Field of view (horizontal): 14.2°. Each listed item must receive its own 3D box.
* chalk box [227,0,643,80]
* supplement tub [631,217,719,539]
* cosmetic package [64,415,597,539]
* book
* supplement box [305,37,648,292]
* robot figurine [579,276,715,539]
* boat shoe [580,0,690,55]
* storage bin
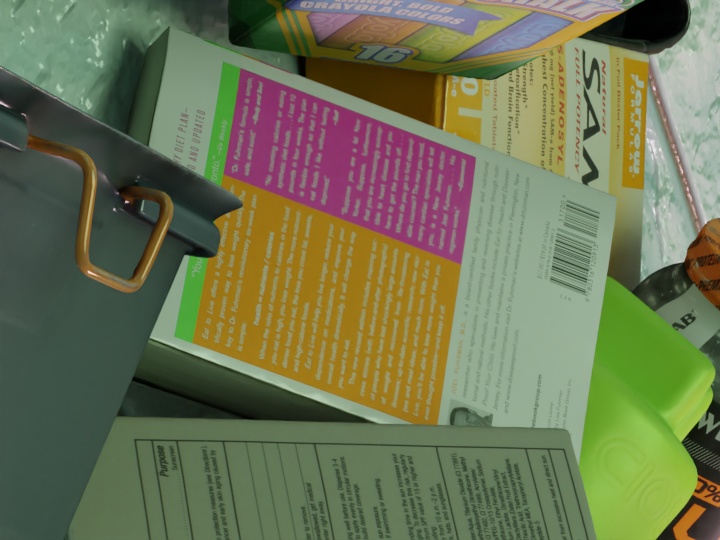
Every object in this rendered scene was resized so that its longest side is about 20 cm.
[{"bbox_3d":[0.040,-0.158,1.085,0.123,0.200,0.125,6,77,-21],"label":"chalk box"},{"bbox_3d":[0.151,0.084,1.327,0.122,0.122,0.200,-14,137,-58],"label":"supplement tub"},{"bbox_3d":[-0.017,0.113,1.035,0.071,0.199,0.105,116,-29,-48],"label":"cosmetic package"},{"bbox_3d":[0.000,0.000,1.115,0.199,0.048,0.134,20,64,-19],"label":"book"},{"bbox_3d":[0.054,-0.045,1.284,0.200,0.073,0.127,2,90,-60],"label":"supplement box"},{"bbox_3d":[0.060,0.098,1.218,0.200,0.116,0.175,-48,168,-7],"label":"robot figurine"},{"bbox_3d":[0.094,-0.138,1.364,0.200,0.056,0.069,9,83,-59],"label":"boat shoe"},{"bbox_3d":[-0.139,0.008,0.910,0.200,0.145,0.135,27,78,-57],"label":"storage bin"}]
